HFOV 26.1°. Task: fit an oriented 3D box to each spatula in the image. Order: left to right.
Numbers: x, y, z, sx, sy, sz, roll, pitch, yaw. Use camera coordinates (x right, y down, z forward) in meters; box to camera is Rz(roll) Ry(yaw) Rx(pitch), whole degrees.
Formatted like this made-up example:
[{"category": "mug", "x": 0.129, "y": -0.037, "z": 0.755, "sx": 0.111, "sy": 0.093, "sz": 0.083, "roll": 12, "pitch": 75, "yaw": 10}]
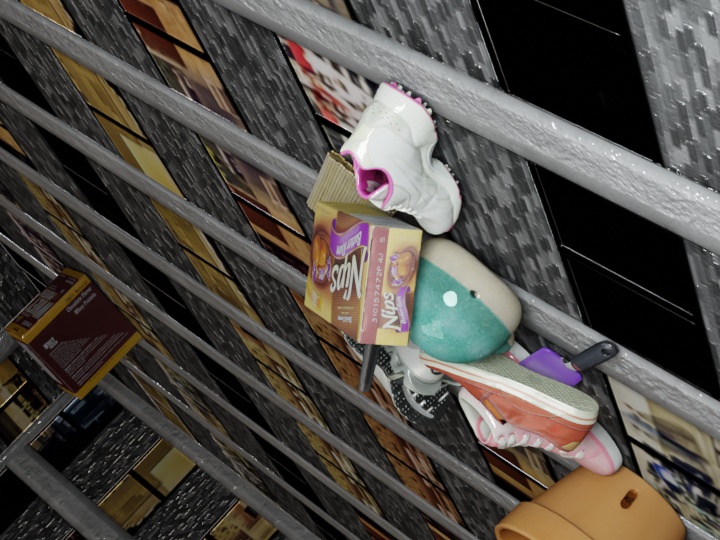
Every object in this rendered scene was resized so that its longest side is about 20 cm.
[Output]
[{"category": "spatula", "x": 0.215, "y": 0.093, "z": 1.563, "sx": 0.056, "sy": 0.021, "sz": 0.200, "roll": 39, "pitch": 164, "yaw": -4}]

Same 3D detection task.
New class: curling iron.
[{"category": "curling iron", "x": 0.012, "y": 0.043, "z": 1.715, "sx": 0.026, "sy": 0.049, "sz": 0.200, "roll": -97, "pitch": 9, "yaw": -64}]

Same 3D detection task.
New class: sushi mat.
[{"category": "sushi mat", "x": -0.013, "y": -0.071, "z": 1.720, "sx": 0.096, "sy": 0.012, "sz": 0.200, "roll": 44, "pitch": 164, "yaw": 3}]

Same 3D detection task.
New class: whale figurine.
[{"category": "whale figurine", "x": 0.084, "y": 0.041, "z": 1.595, "sx": 0.159, "sy": 0.104, "sz": 0.200, "roll": 41, "pitch": 170, "yaw": -6}]

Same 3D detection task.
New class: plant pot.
[{"category": "plant pot", "x": 0.271, "y": 0.307, "z": 1.754, "sx": 0.200, "sy": 0.140, "sz": 0.200, "roll": 40, "pitch": 163, "yaw": 15}]

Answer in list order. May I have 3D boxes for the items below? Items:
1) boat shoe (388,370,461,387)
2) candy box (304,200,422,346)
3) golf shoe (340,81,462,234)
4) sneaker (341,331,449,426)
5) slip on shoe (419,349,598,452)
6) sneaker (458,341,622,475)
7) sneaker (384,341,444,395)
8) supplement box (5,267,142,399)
[{"category": "boat shoe", "x": 0.091, "y": 0.119, "z": 1.843, "sx": 0.062, "sy": 0.073, "sz": 0.200, "roll": 49, "pitch": 159, "yaw": -4}, {"category": "candy box", "x": 0.000, "y": 0.000, "z": 1.569, "sx": 0.056, "sy": 0.117, "sz": 0.200, "roll": 5, "pitch": -172, "yaw": -17}, {"category": "golf shoe", "x": 0.034, "y": -0.086, "z": 1.428, "sx": 0.075, "sy": 0.092, "sz": 0.200, "roll": 32, "pitch": 162, "yaw": 34}, {"category": "sneaker", "x": 0.042, "y": 0.112, "z": 1.977, "sx": 0.200, "sy": 0.074, "sz": 0.080, "roll": 54, "pitch": 176, "yaw": -18}, {"category": "slip on shoe", "x": 0.146, "y": 0.127, "z": 1.602, "sx": 0.200, "sy": 0.061, "sz": 0.074, "roll": 24, "pitch": -158, "yaw": 20}, {"category": "sneaker", "x": 0.187, "y": 0.174, "z": 1.690, "sx": 0.200, "sy": 0.105, "sz": 0.075, "roll": 45, "pitch": 162, "yaw": -9}, {"category": "sneaker", "x": 0.054, "y": 0.041, "z": 1.756, "sx": 0.200, "sy": 0.074, "sz": 0.089, "roll": 56, "pitch": 131, "yaw": 40}, {"category": "supplement box", "x": -0.634, "y": 0.137, "z": 3.438, "sx": 0.200, "sy": 0.197, "sz": 0.133, "roll": 50, "pitch": 163, "yaw": -24}]
